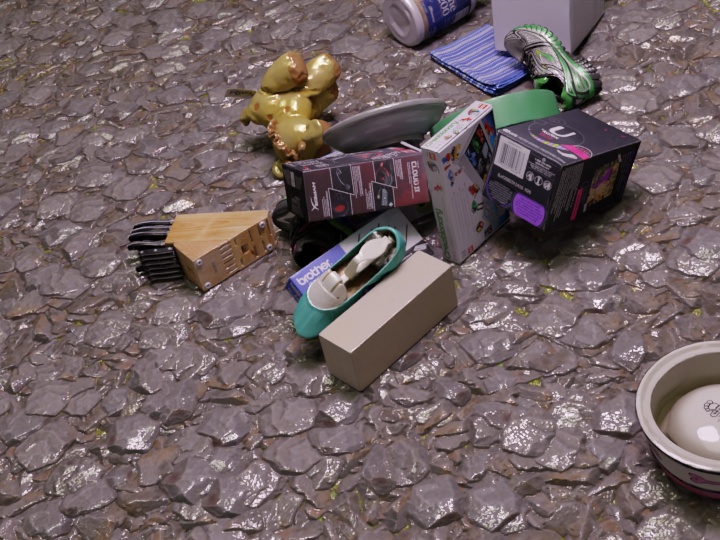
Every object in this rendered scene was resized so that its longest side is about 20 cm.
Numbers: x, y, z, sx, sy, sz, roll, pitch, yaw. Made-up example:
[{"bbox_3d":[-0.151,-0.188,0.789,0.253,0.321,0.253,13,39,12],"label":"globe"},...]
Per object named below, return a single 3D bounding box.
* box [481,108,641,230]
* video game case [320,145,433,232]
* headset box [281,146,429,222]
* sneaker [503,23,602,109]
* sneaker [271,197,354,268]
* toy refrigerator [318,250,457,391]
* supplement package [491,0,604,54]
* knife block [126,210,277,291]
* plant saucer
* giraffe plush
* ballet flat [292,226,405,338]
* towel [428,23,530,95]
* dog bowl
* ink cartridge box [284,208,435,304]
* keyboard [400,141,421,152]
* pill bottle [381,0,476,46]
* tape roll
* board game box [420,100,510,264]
[{"bbox_3d":[0.289,-0.149,1.646,0.200,0.106,0.122,-20,43,-42],"label":"box"},{"bbox_3d":[0.028,-0.139,1.812,0.181,0.046,0.200,-24,41,-14],"label":"video game case"},{"bbox_3d":[0.001,-0.128,1.651,0.199,0.075,0.149,-10,12,-14],"label":"headset box"},{"bbox_3d":[0.310,-0.345,1.931,0.085,0.078,0.200,-34,54,-17],"label":"sneaker"},{"bbox_3d":[-0.077,-0.051,1.718,0.084,0.077,0.200,-31,42,-25],"label":"sneaker"},{"bbox_3d":[0.038,0.065,1.552,0.070,0.076,0.200,26,55,38],"label":"toy refrigerator"},{"bbox_3d":[0.333,-0.511,2.027,0.147,0.192,0.200,11,39,27],"label":"supplement package"},{"bbox_3d":[-0.254,-0.051,1.777,0.200,0.064,0.175,-33,44,-21],"label":"knife block"},{"bbox_3d":[0.041,-0.210,1.765,0.199,0.050,0.200,-15,-5,-1],"label":"plant saucer"},{"bbox_3d":[-0.107,-0.251,1.915,0.199,0.173,0.163,-17,60,-20],"label":"giraffe plush"},{"bbox_3d":[-0.019,0.007,1.547,0.200,0.070,0.067,-41,67,-16],"label":"ballet flat"},{"bbox_3d":[0.234,-0.383,2.054,0.144,0.024,0.200,-29,42,-19],"label":"towel"},{"bbox_3d":[0.418,0.176,1.316,0.199,0.074,0.201,-9,41,7],"label":"dog bowl"},{"bbox_3d":[0.000,0.000,1.625,0.200,0.044,0.094,-36,82,-22],"label":"ink cartridge box"},{"bbox_3d":[0.137,-0.157,1.720,0.056,0.200,0.011,22,93,40],"label":"keyboard"},{"bbox_3d":[0.148,-0.515,2.161,0.200,0.111,0.111,-34,44,-22],"label":"pill bottle"},{"bbox_3d":[0.207,-0.217,1.750,0.199,0.200,0.048,-15,82,-2],"label":"tape roll"},{"bbox_3d":[0.154,-0.124,1.640,0.035,0.201,0.126,23,51,38],"label":"board game box"}]
